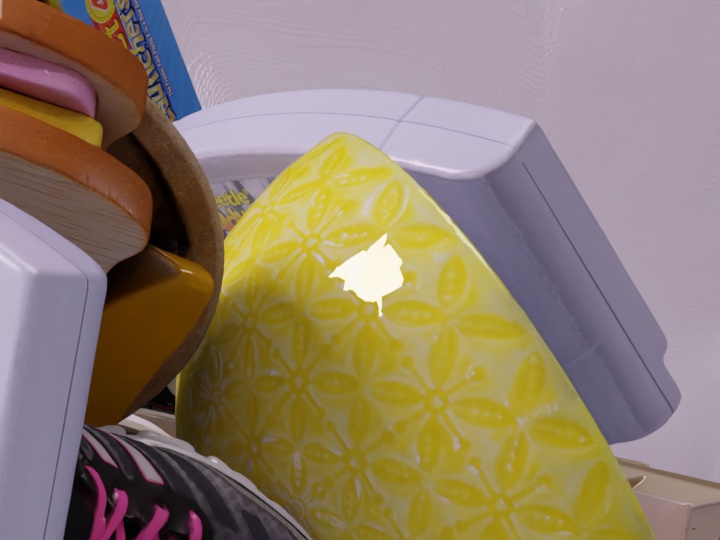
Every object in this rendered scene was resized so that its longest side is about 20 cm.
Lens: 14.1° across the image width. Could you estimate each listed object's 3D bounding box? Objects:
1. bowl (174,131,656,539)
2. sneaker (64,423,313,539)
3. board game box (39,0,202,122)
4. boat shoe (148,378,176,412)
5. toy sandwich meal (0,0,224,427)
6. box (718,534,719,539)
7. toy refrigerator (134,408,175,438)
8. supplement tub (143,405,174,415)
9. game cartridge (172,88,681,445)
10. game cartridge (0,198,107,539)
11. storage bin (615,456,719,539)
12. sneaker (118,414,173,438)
[{"bbox_3d":[-0.001,0.071,0.858,0.108,0.201,0.200,-31,7,-10],"label":"bowl"},{"bbox_3d":[-0.084,0.067,0.728,0.200,0.074,0.087,29,0,-23],"label":"sneaker"},{"bbox_3d":[-0.174,-0.103,1.114,0.199,0.196,0.056,-2,31,34],"label":"board game box"},{"bbox_3d":[-0.063,0.020,1.141,0.201,0.074,0.063,18,-15,37],"label":"boat shoe"},{"bbox_3d":[-0.126,0.002,0.782,0.204,0.070,0.206,0,-45,0],"label":"toy sandwich meal"},{"bbox_3d":[0.169,0.130,0.998,0.094,0.103,0.200,13,-3,4],"label":"box"},{"bbox_3d":[-0.074,0.091,1.073,0.199,0.076,0.070,12,-2,4],"label":"toy refrigerator"},{"bbox_3d":[-0.083,0.060,1.260,0.199,0.145,0.144,12,-2,29],"label":"supplement tub"},{"bbox_3d":[0.000,0.000,0.975,0.200,0.041,0.133,-3,-54,46],"label":"game cartridge"},{"bbox_3d":[-0.143,0.032,0.639,0.200,0.134,0.040,12,6,34],"label":"game cartridge"},{"bbox_3d":[0.135,0.139,1.356,0.198,0.094,0.200,13,-2,-45],"label":"storage bin"},{"bbox_3d":[-0.075,0.087,0.953,0.200,0.073,0.085,30,-5,-42],"label":"sneaker"}]
